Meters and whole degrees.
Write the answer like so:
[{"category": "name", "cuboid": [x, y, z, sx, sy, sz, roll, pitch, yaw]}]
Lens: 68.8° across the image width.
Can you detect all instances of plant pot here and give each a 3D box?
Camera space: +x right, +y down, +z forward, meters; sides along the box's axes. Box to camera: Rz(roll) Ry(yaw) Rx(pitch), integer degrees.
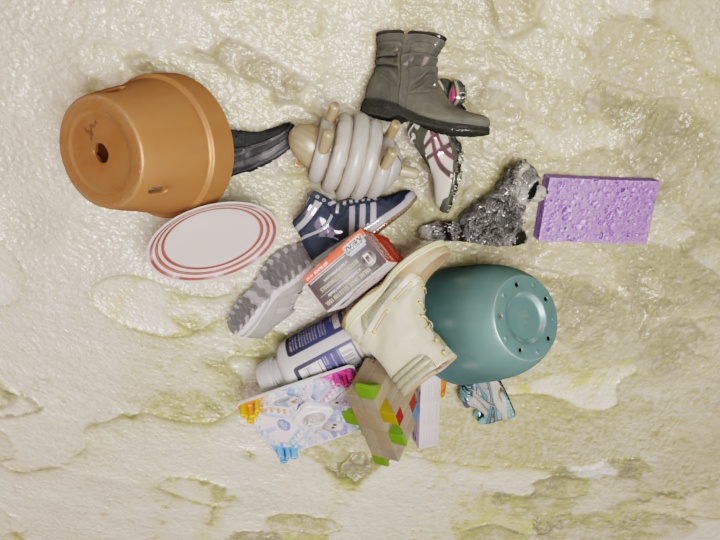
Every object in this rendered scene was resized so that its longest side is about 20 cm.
[{"category": "plant pot", "cuboid": [-0.291, -0.159, 0.699, 0.199, 0.140, 0.201, 7, 109, 22]}, {"category": "plant pot", "cuboid": [0.206, 0.081, 0.828, 0.200, 0.161, 0.201, 5, 80, -26]}]

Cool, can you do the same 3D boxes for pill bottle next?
[{"category": "pill bottle", "cuboid": [-0.073, 0.151, 0.900, 0.199, 0.111, 0.111, -28, 112, 6]}]

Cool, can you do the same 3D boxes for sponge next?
[{"category": "sponge", "cuboid": [0.401, -0.103, 0.894, 0.199, 0.030, 0.112, 1, 111, -6]}]

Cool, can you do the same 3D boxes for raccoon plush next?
[{"category": "raccoon plush", "cuboid": [0.196, -0.110, 0.841, 0.199, 0.097, 0.135, -2, 104, -5]}]

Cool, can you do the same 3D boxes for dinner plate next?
[{"category": "dinner plate", "cuboid": [-0.222, -0.045, 0.800, 0.199, 0.024, 0.200, -21, 154, -11]}]

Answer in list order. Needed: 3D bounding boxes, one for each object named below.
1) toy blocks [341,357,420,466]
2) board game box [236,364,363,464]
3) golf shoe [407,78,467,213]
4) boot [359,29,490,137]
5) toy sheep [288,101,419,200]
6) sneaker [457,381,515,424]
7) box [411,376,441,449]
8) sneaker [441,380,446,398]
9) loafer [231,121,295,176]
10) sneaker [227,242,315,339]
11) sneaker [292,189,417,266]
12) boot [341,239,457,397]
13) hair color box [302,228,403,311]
[{"category": "toy blocks", "cuboid": [0.048, 0.201, 0.849, 0.100, 0.137, 0.201, 3, 129, 30]}, {"category": "board game box", "cuboid": [-0.079, 0.252, 0.895, 0.199, 0.026, 0.200, -19, 135, 2]}, {"category": "golf shoe", "cuboid": [0.118, -0.190, 0.813, 0.088, 0.077, 0.201, 2, 103, 12]}, {"category": "boot", "cuboid": [0.097, -0.265, 0.733, 0.199, 0.068, 0.131, 19, 102, 19]}, {"category": "toy sheep", "cuboid": [-0.007, -0.165, 0.762, 0.199, 0.138, 0.138, 17, 109, -10]}, {"category": "sneaker", "cuboid": [0.217, 0.214, 0.976, 0.086, 0.078, 0.200, -26, 112, 8]}, {"category": "box", "cuboid": [0.115, 0.216, 0.920, 0.041, 0.039, 0.201, -7, 111, -15]}, {"category": "sneaker", "cuboid": [0.064, 0.231, 0.968, 0.199, 0.073, 0.077, -10, 116, 0]}, {"category": "loafer", "cuboid": [-0.189, -0.179, 0.780, 0.200, 0.068, 0.071, -21, 120, 6]}, {"category": "sneaker", "cuboid": [-0.134, 0.035, 0.883, 0.200, 0.075, 0.082, -45, 143, 7]}, {"category": "sneaker", "cuboid": [-0.013, -0.097, 0.831, 0.200, 0.070, 0.109, -35, 88, -10]}, {"category": "boot", "cuboid": [0.090, 0.066, 0.766, 0.200, 0.072, 0.155, -43, 67, -1]}, {"category": "hair color box", "cuboid": [0.000, 0.000, 0.800, 0.111, 0.200, 0.064, -40, 83, 9]}]
